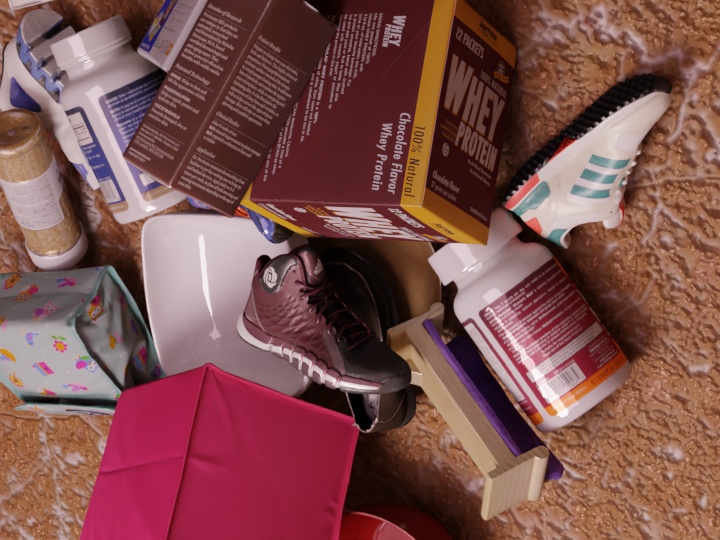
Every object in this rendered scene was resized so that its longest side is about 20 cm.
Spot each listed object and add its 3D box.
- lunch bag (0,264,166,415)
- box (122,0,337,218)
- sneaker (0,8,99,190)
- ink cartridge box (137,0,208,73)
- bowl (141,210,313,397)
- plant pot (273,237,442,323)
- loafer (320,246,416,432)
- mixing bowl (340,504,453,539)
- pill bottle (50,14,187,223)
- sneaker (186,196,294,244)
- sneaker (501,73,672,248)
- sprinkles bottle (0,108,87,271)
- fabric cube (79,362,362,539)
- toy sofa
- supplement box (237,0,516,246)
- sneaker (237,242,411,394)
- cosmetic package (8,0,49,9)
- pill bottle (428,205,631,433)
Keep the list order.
[{"bbox_3d":[-0.324,0.101,1.800,0.170,0.122,0.200,-2,133,29],"label":"lunch bag"},{"bbox_3d":[-0.115,-0.159,1.391,0.075,0.100,0.200,33,93,33],"label":"box"},{"bbox_3d":[-0.332,-0.183,1.737,0.115,0.081,0.200,-17,105,49],"label":"sneaker"},{"bbox_3d":[-0.138,-0.277,1.490,0.047,0.198,0.200,30,93,-17],"label":"ink cartridge box"},{"bbox_3d":[-0.125,0.029,1.649,0.199,0.075,0.201,5,109,31],"label":"bowl"},{"bbox_3d":[0.000,0.000,1.622,0.199,0.027,0.201,11,113,27],"label":"plant pot"},{"bbox_3d":[0.001,0.074,1.588,0.073,0.071,0.201,-14,100,35],"label":"loafer"},{"bbox_3d":[0.036,0.325,1.670,0.200,0.108,0.201,11,113,27],"label":"mixing bowl"},{"bbox_3d":[-0.246,-0.160,1.655,0.111,0.111,0.201,-16,104,35],"label":"pill bottle"},{"bbox_3d":[-0.131,-0.083,1.566,0.078,0.075,0.200,-45,50,2],"label":"sneaker"},{"bbox_3d":[0.224,-0.095,1.433,0.093,0.070,0.200,43,124,-10],"label":"sneaker"},{"bbox_3d":[-0.357,-0.086,1.733,0.068,0.068,0.200,21,147,24],"label":"sprinkles bottle"},{"bbox_3d":[-0.145,0.226,1.620,0.199,0.196,0.201,-21,51,55],"label":"fabric cube"},{"bbox_3d":[0.111,0.128,1.507,0.200,0.097,0.083,55,159,32],"label":"toy sofa"},{"bbox_3d":[0.015,-0.136,1.446,0.199,0.133,0.198,3,77,31],"label":"supplement box"},{"bbox_3d":[-0.034,0.038,1.504,0.200,0.076,0.116,20,114,29],"label":"sneaker"},{"bbox_3d":[-0.255,-0.324,1.552,0.103,0.200,0.088,-8,104,34],"label":"cosmetic package"},{"bbox_3d":[0.158,0.044,1.489,0.109,0.109,0.200,-37,87,36],"label":"pill bottle"}]
